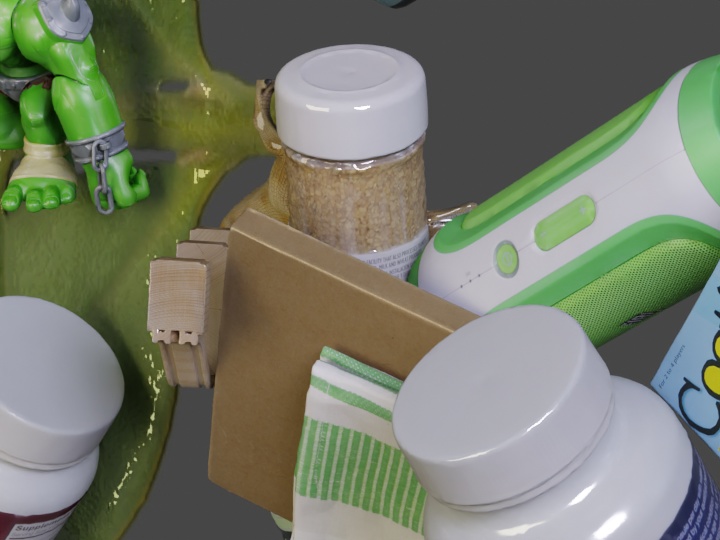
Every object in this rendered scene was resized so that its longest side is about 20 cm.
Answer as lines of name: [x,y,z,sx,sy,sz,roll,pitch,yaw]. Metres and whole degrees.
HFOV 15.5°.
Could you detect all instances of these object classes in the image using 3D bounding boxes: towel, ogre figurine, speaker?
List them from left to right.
ogre figurine: [-0.195,-0.112,1.450,0.200,0.098,0.121,-136,36,-55]
towel: [0.031,0.141,1.176,0.152,0.023,0.201,22,129,18]
speaker: [0.107,-0.016,1.119,0.200,0.088,0.089,-33,69,45]

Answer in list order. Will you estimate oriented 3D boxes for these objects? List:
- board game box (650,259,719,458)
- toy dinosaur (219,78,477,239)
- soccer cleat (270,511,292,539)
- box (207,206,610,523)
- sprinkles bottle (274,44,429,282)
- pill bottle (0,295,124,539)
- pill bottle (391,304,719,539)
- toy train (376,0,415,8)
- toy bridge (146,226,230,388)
board game box: [0.222,0.064,0.983,0.200,0.103,0.105,49,128,34]
toy dinosaur: [-0.028,-0.043,1.290,0.199,0.058,0.102,0,94,48]
soccer cleat: [-0.015,0.130,1.288,0.200,0.067,0.081,55,139,29]
box: [0.025,0.075,1.171,0.199,0.021,0.164,25,135,18]
sprinkles bottle: [0.000,0.000,1.213,0.068,0.068,0.201,28,131,43]
pill bottle: [-0.214,0.115,1.469,0.114,0.114,0.200,58,132,28]
pill bottle: [0.092,0.113,1.036,0.111,0.111,0.200,9,140,47]
toy train: [0.035,-0.189,1.166,0.200,0.114,0.086,-29,50,42]
toy bridge: [-0.076,0.020,1.239,0.200,0.027,0.068,-69,-18,-85]
